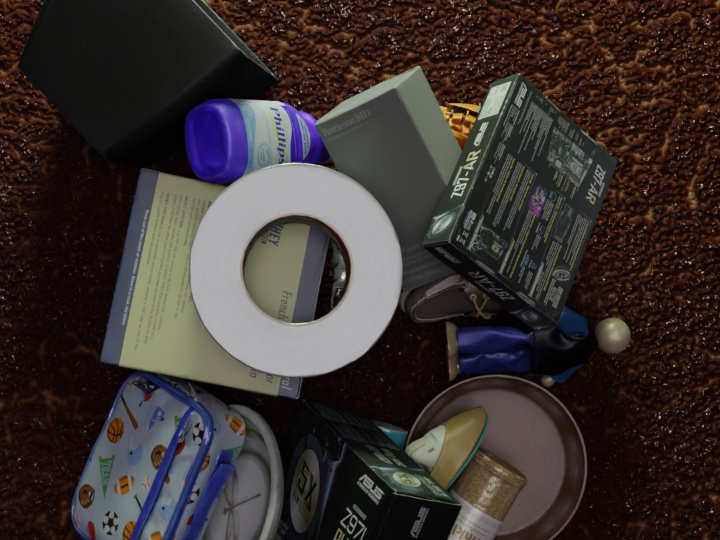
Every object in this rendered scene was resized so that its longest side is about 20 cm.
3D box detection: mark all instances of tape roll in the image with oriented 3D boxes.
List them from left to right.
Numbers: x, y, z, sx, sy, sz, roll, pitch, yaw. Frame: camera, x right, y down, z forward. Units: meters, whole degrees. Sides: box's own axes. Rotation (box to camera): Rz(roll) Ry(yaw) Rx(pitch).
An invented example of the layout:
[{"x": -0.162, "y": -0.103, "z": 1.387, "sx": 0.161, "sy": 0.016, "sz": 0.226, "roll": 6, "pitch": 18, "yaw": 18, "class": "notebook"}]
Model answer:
[{"x": -0.062, "y": 0.001, "z": 0.953, "sx": 0.199, "sy": 0.066, "sz": 0.201, "roll": 0, "pitch": 87, "yaw": -6, "class": "tape roll"}]

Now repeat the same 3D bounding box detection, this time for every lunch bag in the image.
[{"x": -0.205, "y": 0.206, "z": 1.020, "sx": 0.160, "sy": 0.075, "sz": 0.201, "roll": 25, "pitch": 93, "yaw": 40, "class": "lunch bag"}]

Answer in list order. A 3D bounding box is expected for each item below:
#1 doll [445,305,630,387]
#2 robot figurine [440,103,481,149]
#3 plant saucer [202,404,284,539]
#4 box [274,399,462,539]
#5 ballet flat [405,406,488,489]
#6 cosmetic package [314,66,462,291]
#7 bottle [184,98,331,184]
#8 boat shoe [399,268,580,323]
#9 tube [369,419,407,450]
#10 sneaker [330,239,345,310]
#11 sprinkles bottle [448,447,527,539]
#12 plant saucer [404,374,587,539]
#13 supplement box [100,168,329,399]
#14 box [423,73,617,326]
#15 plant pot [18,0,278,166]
[{"x": 0.193, "y": 0.079, "z": 1.080, "sx": 0.199, "sy": 0.137, "sz": 0.049, "roll": -4, "pitch": 46, "yaw": 2, "class": "doll"}, {"x": 0.143, "y": -0.116, "z": 1.098, "sx": 0.199, "sy": 0.058, "sz": 0.145, "roll": 15, "pitch": 70, "yaw": 6, "class": "robot figurine"}, {"x": -0.133, "y": 0.241, "z": 1.027, "sx": 0.050, "sy": 0.200, "sz": 0.201, "roll": 22, "pitch": 83, "yaw": -39, "class": "plant saucer"}, {"x": -0.014, "y": 0.248, "z": 0.985, "sx": 0.086, "sy": 0.200, "sz": 0.164, "roll": 19, "pitch": 99, "yaw": -34, "class": "box"}, {"x": 0.061, "y": 0.219, "z": 1.040, "sx": 0.063, "sy": 0.069, "sz": 0.200, "roll": 31, "pitch": 89, "yaw": -11, "class": "ballet flat"}, {"x": 0.051, "y": -0.095, "z": 1.028, "sx": 0.107, "sy": 0.090, "sz": 0.200, "roll": -22, "pitch": 108, "yaw": 30, "class": "cosmetic package"}, {"x": -0.094, "y": -0.133, "z": 1.036, "sx": 0.065, "sy": 0.200, "sz": 0.084, "roll": -7, "pitch": 91, "yaw": 34, "class": "bottle"}, {"x": 0.142, "y": 0.017, "z": 1.091, "sx": 0.199, "sy": 0.072, "sz": 0.060, "roll": -19, "pitch": 52, "yaw": -8, "class": "boat shoe"}, {"x": 0.002, "y": 0.265, "z": 1.085, "sx": 0.077, "sy": 0.050, "sz": 0.201, "roll": 15, "pitch": 89, "yaw": 5, "class": "tube"}, {"x": 0.000, "y": 0.000, "z": 1.092, "sx": 0.066, "sy": 0.091, "sz": 0.201, "roll": 2, "pitch": 60, "yaw": 3, "class": "sneaker"}, {"x": 0.097, "y": 0.286, "z": 1.044, "sx": 0.068, "sy": 0.068, "sz": 0.200, "roll": 30, "pitch": 90, "yaw": -1, "class": "sprinkles bottle"}, {"x": 0.146, "y": 0.213, "z": 1.094, "sx": 0.199, "sy": 0.034, "sz": 0.201, "roll": 0, "pitch": 90, "yaw": -1, "class": "plant saucer"}, {"x": -0.143, "y": 0.018, "z": 1.047, "sx": 0.199, "sy": 0.134, "sz": 0.201, "roll": 11, "pitch": 85, "yaw": -3, "class": "supplement box"}, {"x": 0.165, "y": -0.069, "z": 1.001, "sx": 0.160, "sy": 0.043, "sz": 0.201, "roll": 34, "pitch": 68, "yaw": -27, "class": "box"}, {"x": -0.230, "y": -0.220, "z": 1.039, "sx": 0.177, "sy": 0.200, "sz": 0.200, "roll": -43, "pitch": 90, "yaw": 6, "class": "plant pot"}]
